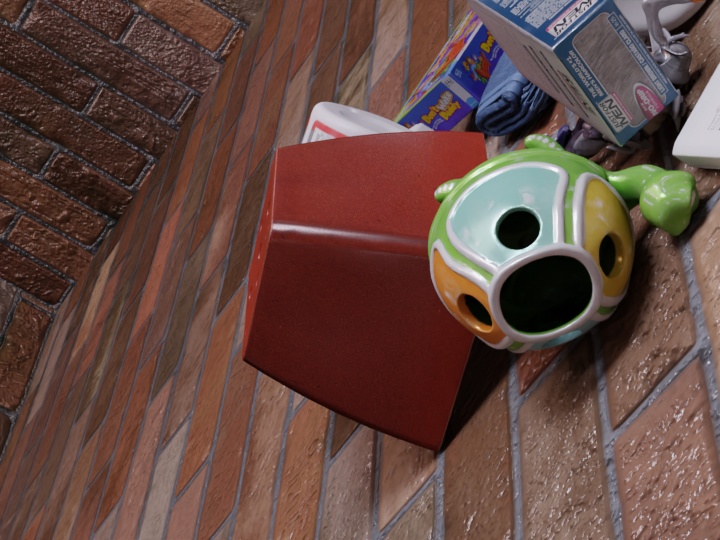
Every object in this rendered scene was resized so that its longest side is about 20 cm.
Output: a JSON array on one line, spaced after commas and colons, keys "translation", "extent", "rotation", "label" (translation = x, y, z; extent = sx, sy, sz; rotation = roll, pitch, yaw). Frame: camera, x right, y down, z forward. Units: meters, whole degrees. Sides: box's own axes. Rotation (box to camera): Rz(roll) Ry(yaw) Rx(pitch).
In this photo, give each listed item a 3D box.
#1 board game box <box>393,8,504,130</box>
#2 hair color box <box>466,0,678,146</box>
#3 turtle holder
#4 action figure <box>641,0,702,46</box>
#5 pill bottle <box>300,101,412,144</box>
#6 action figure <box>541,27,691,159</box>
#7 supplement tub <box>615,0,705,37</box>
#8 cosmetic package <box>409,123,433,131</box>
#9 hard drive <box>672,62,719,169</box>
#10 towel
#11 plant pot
[{"translation": [0.117, -0.222, 1.771], "extent": [0.134, 0.045, 0.200], "rotation": [-39, 14, 54], "label": "board game box"}, {"translation": [0.155, -0.176, 1.302], "extent": [0.060, 0.100, 0.200], "rotation": [-40, 27, 2], "label": "hair color box"}, {"translation": [0.142, -0.010, 1.217], "extent": [0.132, 0.184, 0.142], "rotation": [-96, 7, -67], "label": "turtle holder"}, {"translation": [0.271, -0.238, 1.179], "extent": [0.193, 0.105, 0.200], "rotation": [-32, 18, 31], "label": "action figure"}, {"translation": [-0.021, -0.042, 1.566], "extent": [0.114, 0.113, 0.201], "rotation": [-113, 42, -72], "label": "pill bottle"}, {"translation": [0.192, -0.121, 1.355], "extent": [0.200, 0.069, 0.130], "rotation": [-45, 16, 37], "label": "action figure"}, {"translation": [0.220, -0.292, 1.438], "extent": [0.146, 0.145, 0.200], "rotation": [-54, 15, 21], "label": "supplement tub"}, {"translation": [0.032, -0.036, 1.713], "extent": [0.102, 0.074, 0.201], "rotation": [-36, 27, 57], "label": "cosmetic package"}, {"translation": [0.287, -0.127, 1.131], "extent": [0.133, 0.027, 0.200], "rotation": [-60, 14, -3], "label": "hard drive"}, {"translation": [0.177, -0.225, 1.640], "extent": [0.201, 0.048, 0.112], "rotation": [-66, 12, -17], "label": "towel"}, {"translation": [0.000, 0.000, 1.410], "extent": [0.200, 0.175, 0.201], "rotation": [-91, 14, -57], "label": "plant pot"}]
